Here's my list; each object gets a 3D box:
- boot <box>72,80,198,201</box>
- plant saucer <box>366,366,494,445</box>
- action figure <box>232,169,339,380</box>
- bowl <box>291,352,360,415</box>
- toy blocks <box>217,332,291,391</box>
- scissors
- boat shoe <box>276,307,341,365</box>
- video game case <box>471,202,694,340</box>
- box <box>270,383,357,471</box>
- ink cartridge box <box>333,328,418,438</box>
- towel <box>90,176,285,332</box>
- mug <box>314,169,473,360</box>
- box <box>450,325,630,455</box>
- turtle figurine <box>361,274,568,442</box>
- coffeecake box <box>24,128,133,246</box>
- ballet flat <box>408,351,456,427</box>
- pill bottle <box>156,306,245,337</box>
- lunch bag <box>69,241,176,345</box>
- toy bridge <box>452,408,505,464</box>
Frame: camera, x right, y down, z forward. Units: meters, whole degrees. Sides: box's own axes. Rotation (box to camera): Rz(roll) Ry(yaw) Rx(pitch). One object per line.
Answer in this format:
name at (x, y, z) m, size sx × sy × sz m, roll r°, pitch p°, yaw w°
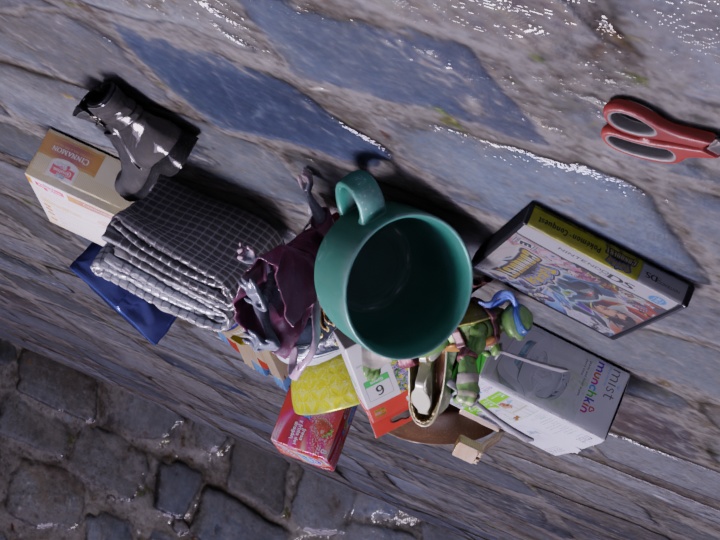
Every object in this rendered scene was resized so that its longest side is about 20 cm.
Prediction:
boot at (-0.277, -0.156, 1.555) m, size 0.131 × 0.070 × 0.199 m, roll 34°, pitch 152°, yaw -18°
plant saucer at (0.107, 0.181, 1.895) m, size 0.198 × 0.037 × 0.201 m, roll 2°, pitch -157°, yaw -1°
action figure at (-0.059, -0.006, 1.472) m, size 0.149 × 0.200 × 0.134 m, roll 42°, pitch 134°, yaw -1°
bowl at (-0.015, 0.117, 1.878) m, size 0.200 × 0.198 × 0.109 m, roll -6°, pitch 103°, yaw 61°
toy blocks at (-0.160, 0.101, 2.049) m, size 0.199 × 0.100 × 0.137 m, roll 30°, pitch 154°, yaw 37°
scissors at (0.270, -0.090, 1.000) m, size 0.198 × 0.014 × 0.073 m, roll 16°, pitch 159°, yaw 27°
boat shoe at (-0.035, 0.065, 1.777) m, size 0.198 × 0.072 × 0.091 m, roll -13°, pitch 143°, yaw 16°
video game case at (0.218, 0.007, 1.361) m, size 0.179 × 0.026 × 0.200 m, roll 27°, pitch 164°, yaw -4°
box at (-0.054, 0.188, 2.029) m, size 0.094 × 0.202 × 0.100 m, roll 17°, pitch 163°, yaw 11°
ink cartridge box at (0.046, 0.139, 1.743) m, size 0.050 × 0.108 × 0.201 m, roll 54°, pitch 167°, yaw 53°
towel at (-0.209, -0.029, 1.657) m, size 0.198 × 0.166 × 0.086 m, roll 27°, pitch 126°, yaw 4°
mug at (0.029, -0.011, 1.404) m, size 0.150 × 0.187 × 0.114 m, roll 3°, pitch -169°, yaw -25°
box at (0.216, 0.150, 1.688) m, size 0.175 × 0.098 × 0.200 m, roll 26°, pitch 164°, yaw -2°
turtle figurine at (0.111, 0.110, 1.509) m, size 0.192 × 0.145 × 0.201 m, roll -4°, pitch 138°, yaw 27°
coffeecake box at (-0.358, -0.097, 1.827) m, size 0.152 × 0.074 × 0.200 m, roll 25°, pitch 164°, yaw 4°
ballet flat at (0.086, 0.110, 1.662) m, size 0.067 × 0.062 × 0.202 m, roll 10°, pitch 127°, yaw 21°
pill bottle at (-0.173, 0.024, 1.825) m, size 0.199 × 0.121 × 0.119 m, roll 21°, pitch 169°, yaw -35°
lunch bag at (-0.331, 0.003, 2.009) m, size 0.135 × 0.133 × 0.200 m, roll 37°, pitch 169°, yaw 21°
toy bridge at (0.167, 0.193, 1.807) m, size 0.067 × 0.201 × 0.027 m, roll 25°, pitch 120°, yaw -3°
